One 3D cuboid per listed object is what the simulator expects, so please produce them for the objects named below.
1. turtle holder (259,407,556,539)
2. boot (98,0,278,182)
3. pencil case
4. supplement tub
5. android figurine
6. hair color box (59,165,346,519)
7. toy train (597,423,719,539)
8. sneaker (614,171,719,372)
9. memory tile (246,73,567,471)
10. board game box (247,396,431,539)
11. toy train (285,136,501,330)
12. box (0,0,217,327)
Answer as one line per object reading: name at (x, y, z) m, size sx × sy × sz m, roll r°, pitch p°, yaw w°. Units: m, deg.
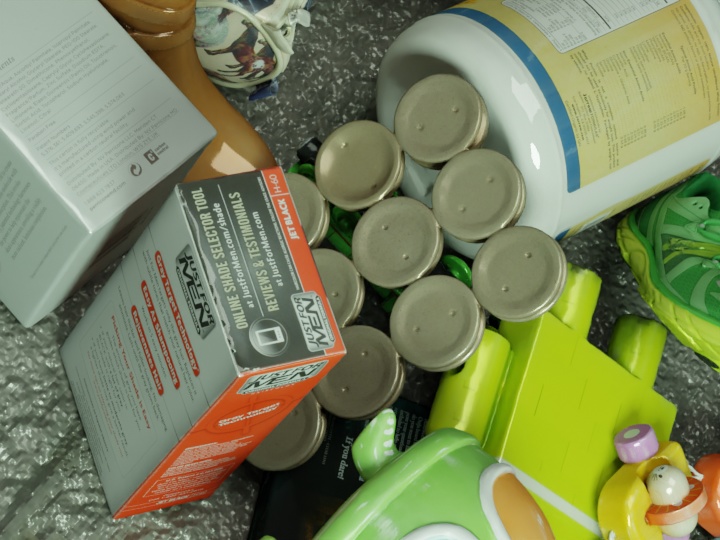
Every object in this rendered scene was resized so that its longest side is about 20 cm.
turtle holder at (0.017, 0.170, 1.245) m, size 0.132 × 0.141 × 0.185 m, roll 42°, pitch 68°, yaw 17°
boot at (-0.107, -0.119, 1.366) m, size 0.200 × 0.155 × 0.074 m, roll 36°, pitch 57°, yaw -4°
pencil case at (-0.041, -0.192, 1.472) m, size 0.089 × 0.078 × 0.200 m, roll 11°, pitch 55°, yaw 23°
supplement tub at (0.124, -0.102, 1.465) m, size 0.200 × 0.145 × 0.145 m, roll -26°, pitch 78°, yaw -31°
android figurine at (0.105, 0.104, 1.378) m, size 0.182 × 0.041 × 0.201 m, roll 33°, pitch 66°, yaw -37°
hair color box at (-0.082, 0.040, 1.275) m, size 0.061 × 0.200 × 0.102 m, roll -11°, pitch 71°, yaw -27°
toy train at (0.178, 0.166, 1.381) m, size 0.150 × 0.055 × 0.201 m, roll 45°, pitch 57°, yaw -36°
sneaker at (0.199, -0.002, 1.431) m, size 0.074 × 0.084 × 0.200 m, roll 39°, pitch 13°, yaw -27°
memory tile at (0.000, 0.000, 1.357) m, size 0.200 × 0.017 × 0.154 m, roll -32°, pitch 64°, yaw 10°
board game box at (0.005, 0.160, 1.358) m, size 0.135 × 0.028 × 0.201 m, roll 22°, pitch 59°, yaw -13°
toy train at (0.031, 0.008, 1.424) m, size 0.200 × 0.056 × 0.042 m, roll 48°, pitch 59°, yaw 1°
box at (-0.189, -0.092, 1.336) m, size 0.200 × 0.124 × 0.097 m, roll 48°, pitch 57°, yaw 3°
